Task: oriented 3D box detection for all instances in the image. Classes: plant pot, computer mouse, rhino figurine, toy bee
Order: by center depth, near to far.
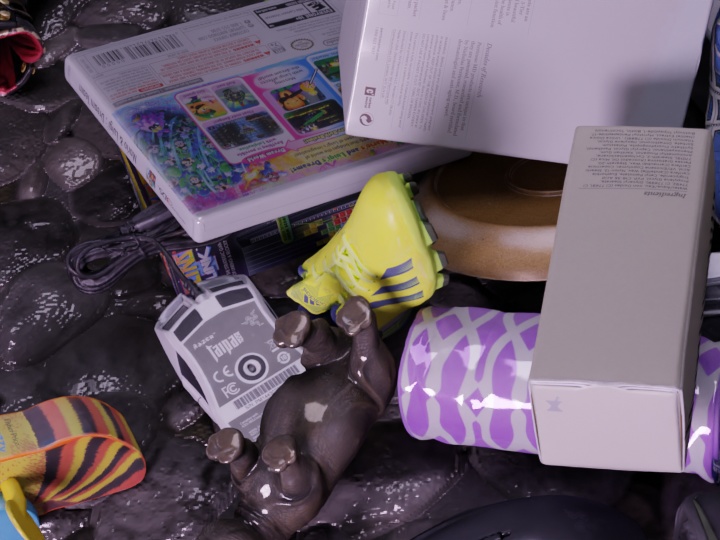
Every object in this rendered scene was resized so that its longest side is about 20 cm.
[{"bbox_3d":[0.060,0.181,1.146,0.200,0.046,0.140,-9,44,3],"label":"computer mouse"},{"bbox_3d":[-0.044,0.110,1.194,0.060,0.087,0.200,26,79,28],"label":"rhino figurine"},{"bbox_3d":[-0.223,0.120,1.224,0.131,0.109,0.200,32,60,33],"label":"toy bee"},{"bbox_3d":[-0.084,0.043,1.291,0.110,0.044,0.200,-29,67,-14],"label":"computer mouse"},{"bbox_3d":[0.122,-0.052,1.327,0.200,0.028,0.200,-8,27,4],"label":"plant pot"}]

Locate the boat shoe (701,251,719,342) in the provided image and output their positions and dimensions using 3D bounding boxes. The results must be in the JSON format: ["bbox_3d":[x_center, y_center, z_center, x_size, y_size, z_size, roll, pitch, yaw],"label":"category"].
[{"bbox_3d":[0.209,0.031,1.248,0.200,0.072,0.068,-8,71,12],"label":"boat shoe"}]

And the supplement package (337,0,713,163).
[{"bbox_3d":[0.097,-0.165,1.306,0.200,0.152,0.151,7,25,-6],"label":"supplement package"}]

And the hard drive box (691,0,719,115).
[{"bbox_3d":[0.302,-0.133,1.377,0.156,0.077,0.200,-22,46,-10],"label":"hard drive box"}]

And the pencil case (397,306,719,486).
[{"bbox_3d":[0.120,0.070,1.214,0.200,0.086,0.084,9,56,19],"label":"pencil case"}]

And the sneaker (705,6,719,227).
[{"bbox_3d":[0.231,-0.104,1.263,0.076,0.077,0.200,-9,54,21],"label":"sneaker"}]

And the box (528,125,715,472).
[{"bbox_3d":[0.144,0.011,1.159,0.082,0.068,0.200,3,46,14],"label":"box"}]

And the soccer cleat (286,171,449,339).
[{"bbox_3d":[0.000,0.001,1.240,0.084,0.200,0.065,-16,74,-9],"label":"soccer cleat"}]

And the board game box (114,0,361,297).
[{"bbox_3d":[-0.075,-0.088,1.429,0.165,0.057,0.200,-21,46,-5],"label":"board game box"}]

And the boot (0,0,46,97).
[{"bbox_3d":[-0.250,-0.204,1.564,0.200,0.073,0.151,-19,45,-1],"label":"boot"}]

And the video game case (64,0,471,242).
[{"bbox_3d":[-0.059,-0.104,1.362,0.200,0.024,0.182,-19,47,-26],"label":"video game case"}]

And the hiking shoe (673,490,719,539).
[{"bbox_3d":[0.236,0.188,1.094,0.101,0.076,0.200,-20,55,-17],"label":"hiking shoe"}]
